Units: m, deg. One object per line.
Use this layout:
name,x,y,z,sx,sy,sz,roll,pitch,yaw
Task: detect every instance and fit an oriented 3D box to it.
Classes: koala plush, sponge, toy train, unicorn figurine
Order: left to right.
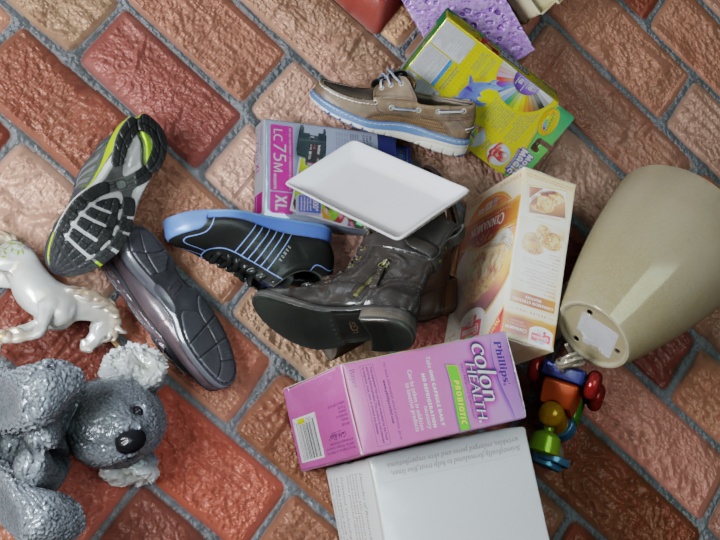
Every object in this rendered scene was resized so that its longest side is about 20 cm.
unicorn figurine,-0.331,0.033,1.370,0.137,0.074,0.201,-33,86,-37
koala plush,-0.279,0.153,1.331,0.199,0.183,0.179,-7,104,-40
sponge,0.116,-0.321,1.624,0.111,0.030,0.201,-31,107,7
toy train,0.219,0.158,1.526,0.084,0.200,0.116,16,78,17

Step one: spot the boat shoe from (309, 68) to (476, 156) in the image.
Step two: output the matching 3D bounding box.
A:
boat shoe,0.040,-0.198,1.573,0.199,0.072,0.073,15,112,-14

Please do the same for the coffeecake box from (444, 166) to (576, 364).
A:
coffeecake box,0.170,0.004,1.554,0.073,0.153,0.201,16,71,-18

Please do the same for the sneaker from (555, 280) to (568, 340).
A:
sneaker,0.291,0.036,1.643,0.082,0.074,0.200,47,65,-1

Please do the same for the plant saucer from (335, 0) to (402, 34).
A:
plant saucer,0.003,-0.426,1.651,0.199,0.037,0.200,40,65,-10

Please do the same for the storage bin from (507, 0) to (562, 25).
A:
storage bin,0.203,-0.442,1.687,0.200,0.094,0.199,50,62,-18

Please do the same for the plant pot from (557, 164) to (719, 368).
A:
plant pot,0.316,0.012,1.523,0.188,0.187,0.200,51,58,-5

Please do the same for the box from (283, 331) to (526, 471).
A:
box,0.044,0.143,1.453,0.199,0.176,0.097,-10,81,-26

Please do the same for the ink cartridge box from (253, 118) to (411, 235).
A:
ink cartridge box,-0.025,-0.104,1.560,0.199,0.042,0.120,6,76,-24

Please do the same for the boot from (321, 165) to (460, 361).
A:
boot,0.019,-0.009,1.508,0.199,0.064,0.188,-16,105,-33

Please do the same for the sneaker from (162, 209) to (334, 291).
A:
sneaker,-0.120,-0.017,1.480,0.199,0.070,0.078,6,70,-22

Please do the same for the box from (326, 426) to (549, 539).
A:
box,0.089,0.289,1.463,0.198,0.131,0.201,-7,81,-25

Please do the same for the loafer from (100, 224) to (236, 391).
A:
loafer,-0.207,0.046,1.442,0.201,0.063,0.072,57,33,-7

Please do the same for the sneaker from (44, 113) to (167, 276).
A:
sneaker,-0.274,-0.072,1.415,0.074,0.081,0.201,42,56,-23

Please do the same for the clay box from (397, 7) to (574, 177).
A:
clay box,0.147,-0.208,1.620,0.199,0.115,0.048,35,23,-14

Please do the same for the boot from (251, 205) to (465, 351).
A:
boot,0.000,0.000,1.433,0.199,0.069,0.175,8,50,15

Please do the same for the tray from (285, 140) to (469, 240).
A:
tray,0.017,-0.084,1.467,0.107,0.200,0.022,-35,130,-25
